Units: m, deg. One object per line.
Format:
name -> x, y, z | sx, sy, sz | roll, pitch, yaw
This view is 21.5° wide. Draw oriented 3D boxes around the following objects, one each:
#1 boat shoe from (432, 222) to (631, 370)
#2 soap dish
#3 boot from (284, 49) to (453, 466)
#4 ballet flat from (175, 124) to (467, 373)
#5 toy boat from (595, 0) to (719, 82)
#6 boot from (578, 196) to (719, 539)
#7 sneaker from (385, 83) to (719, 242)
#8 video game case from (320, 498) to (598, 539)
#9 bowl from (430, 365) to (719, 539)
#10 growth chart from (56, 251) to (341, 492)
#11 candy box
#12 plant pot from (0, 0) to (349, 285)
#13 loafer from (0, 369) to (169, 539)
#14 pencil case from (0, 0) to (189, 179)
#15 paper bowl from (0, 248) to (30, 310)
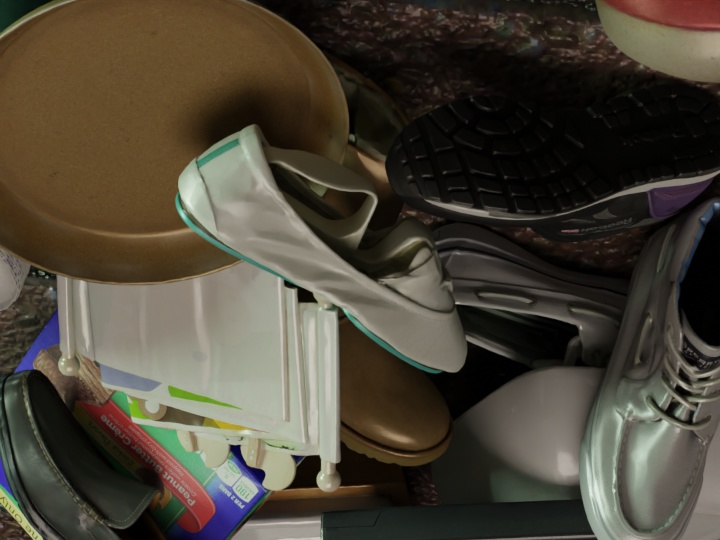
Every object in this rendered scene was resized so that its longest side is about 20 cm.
boat shoe -> 0.122, 0.040, 1.139 | 0.199, 0.067, 0.074 | 18, 137, -15
soap dish -> -0.028, 0.195, 1.315 | 0.157, 0.081, 0.200 | -5, 138, 11
boot -> 0.000, 0.000, 1.064 | 0.175, 0.066, 0.200 | 36, 140, 14
ballet flat -> -0.002, -0.010, 0.962 | 0.200, 0.070, 0.069 | 32, 132, -32
toy boat -> 0.203, -0.166, 0.885 | 0.199, 0.131, 0.131 | -9, 106, 14
boot -> 0.172, 0.057, 1.044 | 0.073, 0.201, 0.096 | 12, 163, -4
sneaker -> 0.101, -0.040, 1.011 | 0.199, 0.076, 0.088 | -5, 149, -24
video game case -> 0.089, 0.178, 1.166 | 0.199, 0.026, 0.181 | -3, 157, 9
bowl -> 0.156, 0.131, 1.181 | 0.199, 0.075, 0.200 | 8, 156, -19
growth chart -> -0.093, 0.040, 1.055 | 0.199, 0.018, 0.145 | 19, 119, 22
candy box -> -0.141, 0.109, 1.180 | 0.169, 0.077, 0.200 | 45, 133, 6
plant pot -> -0.106, -0.069, 0.938 | 0.199, 0.028, 0.201 | -7, 138, -7
loafer -> -0.146, 0.141, 1.114 | 0.072, 0.073, 0.201 | -26, 98, 19
pencil case -> -0.151, -0.111, 0.985 | 0.200, 0.085, 0.092 | 29, 131, -25
paper bowl -> -0.275, -0.032, 1.025 | 0.200, 0.105, 0.201 | 16, 158, 6
